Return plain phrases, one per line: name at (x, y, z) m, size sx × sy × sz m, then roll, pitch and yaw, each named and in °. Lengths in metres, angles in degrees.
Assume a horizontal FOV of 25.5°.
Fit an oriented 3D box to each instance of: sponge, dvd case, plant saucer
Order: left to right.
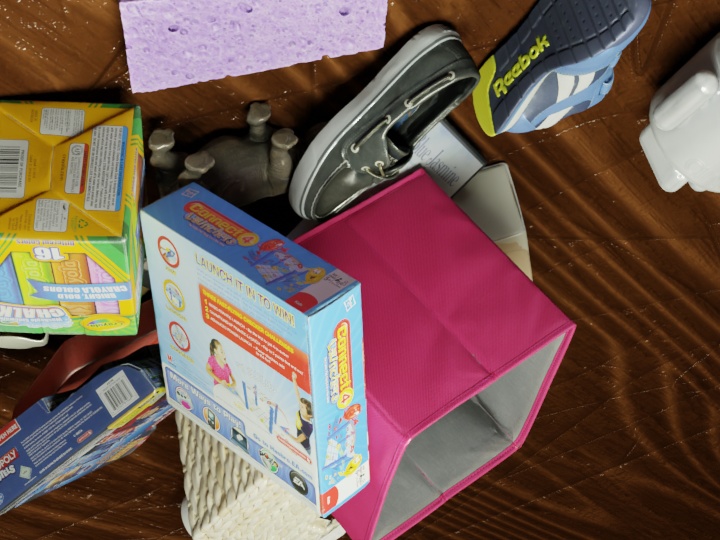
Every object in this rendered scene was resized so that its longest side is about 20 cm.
plant saucer at (-0.235, 0.083, 1.512) m, size 0.199 × 0.037 × 0.200 m, roll -27°, pitch 169°, yaw -39°
sponge at (-0.077, -0.188, 1.167) m, size 0.197 × 0.030 × 0.112 m, roll -11°, pitch 153°, yaw -7°
dvd case at (0.016, -0.052, 1.400) m, size 0.200 × 0.018 × 0.142 m, roll -45°, pitch 152°, yaw 7°

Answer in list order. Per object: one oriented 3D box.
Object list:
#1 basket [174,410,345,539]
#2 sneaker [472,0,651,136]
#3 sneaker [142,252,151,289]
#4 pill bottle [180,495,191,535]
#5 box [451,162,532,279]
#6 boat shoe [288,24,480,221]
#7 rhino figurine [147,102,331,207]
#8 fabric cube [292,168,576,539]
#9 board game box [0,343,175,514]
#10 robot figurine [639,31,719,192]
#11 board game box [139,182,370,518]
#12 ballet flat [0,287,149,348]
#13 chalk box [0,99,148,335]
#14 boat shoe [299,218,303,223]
basket at (-0.081, 0.167, 1.663) m, size 0.159 × 0.202 × 0.198 m, roll 11°, pitch 143°, yaw -32°
sneaker at (0.173, -0.176, 1.282) m, size 0.081 × 0.075 × 0.200 m, roll 2°, pitch 156°, yaw -34°
sneaker at (-0.124, 0.008, 1.436) m, size 0.198 × 0.085 × 0.075 m, roll 7°, pitch 136°, yaw -28°
pill bottle at (-0.126, 0.258, 1.906) m, size 0.199 × 0.105 × 0.104 m, roll -34°, pitch 148°, yaw 33°
box at (0.115, -0.015, 1.545) m, size 0.094 × 0.079 × 0.200 m, roll -16°, pitch 153°, yaw 4°
boat shoe at (0.018, -0.108, 1.279) m, size 0.200 × 0.057 × 0.068 m, roll -49°, pitch 148°, yaw 20°
rhino figurine at (-0.078, -0.093, 1.314) m, size 0.198 × 0.060 × 0.088 m, roll -15°, pitch 149°, yaw -18°
fabric cube at (0.028, 0.077, 1.349) m, size 0.199 × 0.200 × 0.197 m, roll -30°, pitch 155°, yaw -30°
board game box at (-0.232, 0.131, 1.459) m, size 0.199 × 0.062 × 0.200 m, roll -37°, pitch 172°, yaw 15°
robot figurine at (0.328, -0.146, 1.370) m, size 0.168 × 0.114 × 0.200 m, roll -8°, pitch 154°, yaw -37°
board game box at (-0.081, 0.060, 1.240) m, size 0.056 × 0.199 × 0.198 m, roll -30°, pitch 135°, yaw -33°
ballet flat at (-0.276, 0.038, 1.452) m, size 0.197 × 0.064 × 0.069 m, roll -11°, pitch 153°, yaw -10°
chalk box at (-0.233, -0.028, 1.262) m, size 0.122 × 0.126 × 0.201 m, roll 2°, pitch 152°, yaw -3°
boat shoe at (0.000, 0.000, 1.517) m, size 0.075 × 0.073 × 0.200 m, roll -22°, pitch 153°, yaw 13°
